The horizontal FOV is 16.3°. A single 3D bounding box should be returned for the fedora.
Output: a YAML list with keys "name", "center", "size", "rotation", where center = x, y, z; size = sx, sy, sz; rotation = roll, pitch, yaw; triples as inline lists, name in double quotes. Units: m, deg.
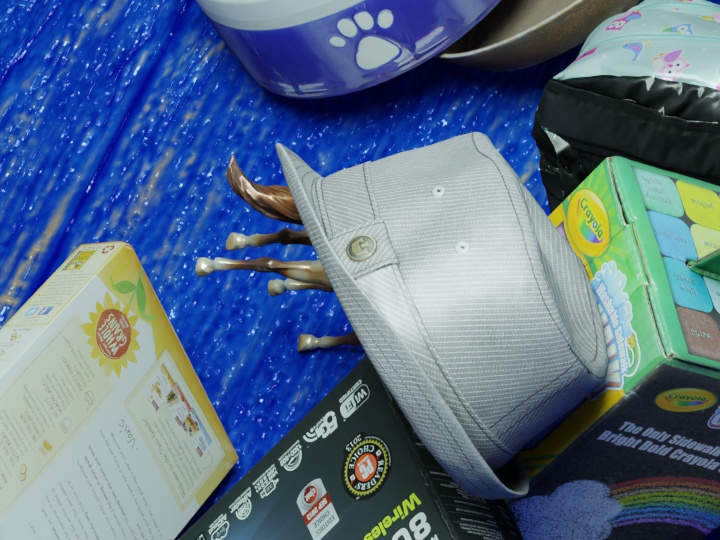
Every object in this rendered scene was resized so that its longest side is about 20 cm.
- name: "fedora"
  center: [0.048, 0.003, 1.127]
  size: [0.090, 0.177, 0.200]
  rotation: [-32, 41, 9]

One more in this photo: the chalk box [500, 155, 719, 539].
- name: "chalk box"
  center: [0.145, 0.035, 1.198]
  size: [0.200, 0.124, 0.124]
  rotation: [-46, 41, 36]

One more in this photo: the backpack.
- name: "backpack"
  center: [0.192, -0.060, 1.310]
  size: [0.199, 0.168, 0.127]
  rotation: [17, 36, 26]

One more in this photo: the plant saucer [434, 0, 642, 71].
- name: "plant saucer"
  center: [0.122, -0.176, 1.423]
  size: [0.200, 0.035, 0.200]
  rotation: [-33, 22, 15]

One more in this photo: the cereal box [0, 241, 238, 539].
- name: "cereal box"
  center: [-0.150, 0.100, 1.243]
  size: [0.039, 0.144, 0.200]
  rotation: [-2, 33, 37]

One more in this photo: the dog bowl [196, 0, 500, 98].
- name: "dog bowl"
  center: [-0.001, -0.193, 1.448]
  size: [0.199, 0.079, 0.201]
  rotation: [-22, 36, 17]

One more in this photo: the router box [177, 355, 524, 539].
- name: "router box"
  center: [-0.014, 0.161, 1.187]
  size: [0.200, 0.062, 0.150]
  rotation: [-45, 50, 23]

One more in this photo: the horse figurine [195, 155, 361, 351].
- name: "horse figurine"
  center: [0.000, 0.000, 1.292]
  size: [0.132, 0.200, 0.050]
  rotation: [-5, 67, 22]
